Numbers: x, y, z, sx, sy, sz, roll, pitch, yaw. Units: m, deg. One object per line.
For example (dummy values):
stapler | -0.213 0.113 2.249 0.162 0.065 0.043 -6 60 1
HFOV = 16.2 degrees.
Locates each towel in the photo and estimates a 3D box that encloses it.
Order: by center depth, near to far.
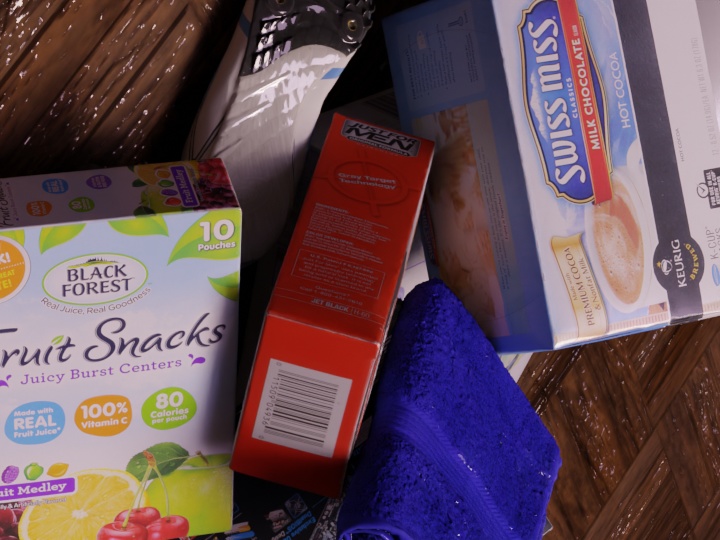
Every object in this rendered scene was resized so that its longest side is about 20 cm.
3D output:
towel | 0.052 0.115 1.295 0.148 0.049 0.200 61 27 -30

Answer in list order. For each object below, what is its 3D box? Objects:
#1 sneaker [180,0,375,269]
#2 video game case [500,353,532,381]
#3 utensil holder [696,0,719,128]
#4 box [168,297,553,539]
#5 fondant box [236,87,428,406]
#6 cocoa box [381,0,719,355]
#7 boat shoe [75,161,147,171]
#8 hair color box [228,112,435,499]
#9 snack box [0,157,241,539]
sneaker | -0.051 -0.094 1.336 0.072 0.072 0.201 28 75 -25
video game case | 0.079 0.067 1.666 0.201 0.022 0.182 -61 166 -7
utensil holder | 0.195 -0.114 1.609 0.201 0.170 0.170 -58 151 -8
box | -0.014 0.134 1.389 0.200 0.159 0.046 -36 -176 -24
fondant box | 0.000 0.000 1.489 0.144 0.058 0.201 -24 131 -50
cocoa box | 0.110 -0.060 1.386 0.131 0.133 0.201 -11 90 -26
boat shoe | -0.133 0.032 1.305 0.067 0.072 0.201 2 125 -19
hair color box | -0.012 0.014 1.296 0.200 0.061 0.102 -75 179 -56
snack box | -0.133 0.047 1.236 0.141 0.053 0.201 -7 126 -15
